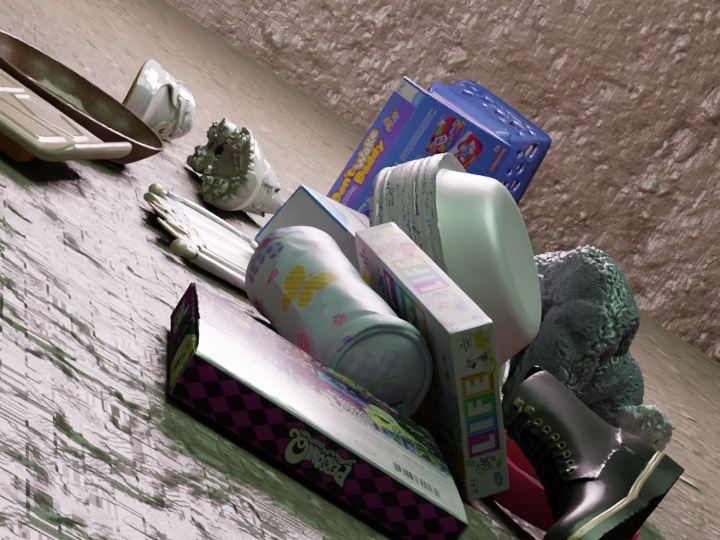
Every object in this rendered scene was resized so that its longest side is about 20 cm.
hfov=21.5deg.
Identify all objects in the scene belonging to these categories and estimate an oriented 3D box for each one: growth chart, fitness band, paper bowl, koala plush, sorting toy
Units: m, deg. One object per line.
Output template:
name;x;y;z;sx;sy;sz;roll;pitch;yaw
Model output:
growth chart;-0.120;-0.023;1.582;0.144;0.018;0.200;31;9;-21
fitness band;0.147;0.169;1.470;0.143;0.038;0.200;34;7;-4
paper bowl;0.085;0.001;1.587;0.201;0.104;0.202;-14;90;-73
koala plush;0.198;0.092;1.725;0.177;0.184;0.200;42;-1;44
sorting toy;-0.291;-0.133;1.500;0.199;0.037;0.185;31;7;5

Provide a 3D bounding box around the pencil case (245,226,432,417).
pencil case;-0.018;0.039;1.399;0.091;0.083;0.200;50;-1;-33

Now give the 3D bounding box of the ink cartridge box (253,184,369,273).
ink cartridge box;0.000;0.000;1.694;0.116;0.068;0.200;45;8;20

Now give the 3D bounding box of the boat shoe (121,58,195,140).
boat shoe;-0.197;-0.166;1.918;0.069;0.071;0.200;32;7;0

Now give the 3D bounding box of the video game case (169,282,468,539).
video game case;-0.031;0.091;1.203;0.199;0.036;0.181;33;8;-12

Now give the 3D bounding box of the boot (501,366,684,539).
boot;0.134;0.144;1.336;0.138;0.078;0.200;39;22;14

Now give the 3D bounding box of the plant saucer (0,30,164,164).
plant saucer;-0.266;-0.152;1.693;0.200;0.035;0.200;35;8;-6

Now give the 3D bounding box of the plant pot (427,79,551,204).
plant pot;0.173;-0.196;3.189;0.200;0.201;0.179;37;16;23

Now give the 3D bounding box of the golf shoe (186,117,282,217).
golf shoe;-0.106;-0.089;1.845;0.097;0.078;0.200;38;8;-18

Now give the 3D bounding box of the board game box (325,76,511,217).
board game box;0.044;-0.074;1.892;0.134;0.201;0.045;28;9;-39

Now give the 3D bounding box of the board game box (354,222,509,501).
board game box;0.051;0.063;1.402;0.034;0.136;0.200;-14;25;-15
